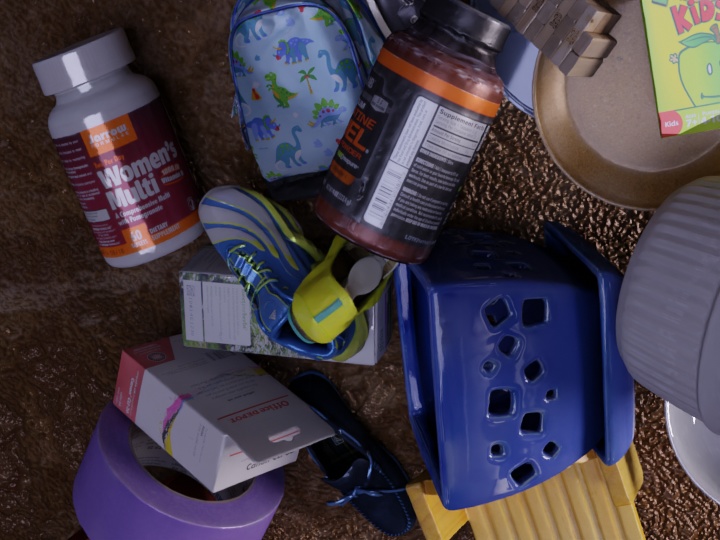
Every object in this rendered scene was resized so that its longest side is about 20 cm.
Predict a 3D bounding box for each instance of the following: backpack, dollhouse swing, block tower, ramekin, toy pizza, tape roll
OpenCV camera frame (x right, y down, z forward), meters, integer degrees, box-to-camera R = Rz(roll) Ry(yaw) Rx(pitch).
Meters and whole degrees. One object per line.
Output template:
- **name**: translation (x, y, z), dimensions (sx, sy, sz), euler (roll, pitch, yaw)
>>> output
- **backpack**: translation (-0.039, -0.165, 1.035), dimensions (0.161, 0.153, 0.204), euler (-4, 99, 23)
- **dollhouse swing**: translation (0.174, 0.255, 1.136), dimensions (0.197, 0.181, 0.179), euler (-15, 88, 19)
- **block tower**: translation (0.122, -0.239, 0.949), dimensions (0.200, 0.058, 0.054), euler (47, 118, 20)
- **ramekin**: translation (0.286, 0.021, 0.935), dimensions (0.104, 0.199, 0.203), euler (23, 120, 36)
- **toy pizza**: translation (0.191, -0.220, 1.002), dimensions (0.197, 0.032, 0.203), euler (5, 112, 13)
- **tape roll**: translation (-0.180, 0.211, 1.182), dimensions (0.198, 0.200, 0.086), euler (28, 116, 1)

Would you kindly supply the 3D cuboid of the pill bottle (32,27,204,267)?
- **pill bottle**: translation (-0.225, -0.115, 1.109), dimensions (0.108, 0.110, 0.203), euler (-14, 108, 19)

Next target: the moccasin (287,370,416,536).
- **moccasin**: translation (-0.019, 0.200, 1.209), dimensions (0.080, 0.068, 0.200), euler (-37, 99, 25)

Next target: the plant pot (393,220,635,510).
- **plant pot**: translation (0.133, 0.068, 1.035), dimensions (0.177, 0.200, 0.203), euler (-8, 107, -5)

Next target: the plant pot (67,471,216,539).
- **plant pot**: translation (-0.223, 0.336, 1.260), dimensions (0.198, 0.200, 0.178), euler (-30, 92, 23)

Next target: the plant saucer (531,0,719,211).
- **plant saucer**: translation (0.241, -0.151, 0.978), dimensions (0.197, 0.035, 0.203), euler (5, 113, 12)

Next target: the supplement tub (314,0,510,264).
- **supplement tub**: translation (0.046, -0.115, 0.940), dimensions (0.106, 0.107, 0.202), euler (25, 103, 3)

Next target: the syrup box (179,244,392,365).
- **syrup box**: translation (-0.070, 0.031, 1.145), dimensions (0.197, 0.082, 0.080), euler (4, 111, 11)

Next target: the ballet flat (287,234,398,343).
- **ballet flat**: translation (0.000, 0.000, 1.013), dimensions (0.067, 0.200, 0.067), euler (-38, 97, 28)

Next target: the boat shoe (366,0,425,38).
- **boat shoe**: translation (0.055, -0.212, 1.020), dimensions (0.062, 0.073, 0.202), euler (-24, 109, 18)

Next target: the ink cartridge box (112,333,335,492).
- **ink cartridge box**: translation (-0.132, 0.141, 1.143), dimensions (0.199, 0.116, 0.068), euler (33, 120, 33)

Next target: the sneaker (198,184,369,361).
- **sneaker**: translation (-0.074, 0.003, 1.040), dimensions (0.200, 0.105, 0.076), euler (42, 104, 3)

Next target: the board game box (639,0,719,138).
- **board game box**: translation (0.264, -0.211, 0.902), dimensions (0.100, 0.048, 0.203), euler (-8, 109, 18)

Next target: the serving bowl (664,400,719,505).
- **serving bowl**: translation (0.375, 0.122, 1.063), dimensions (0.197, 0.066, 0.204), euler (0, 90, 18)
